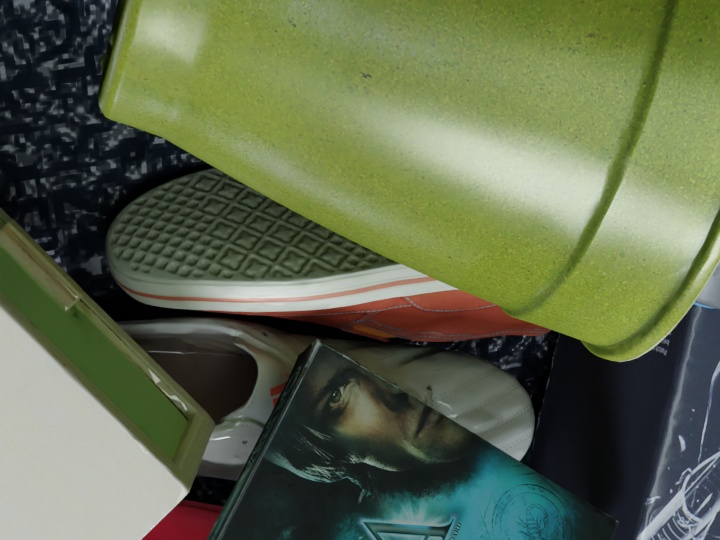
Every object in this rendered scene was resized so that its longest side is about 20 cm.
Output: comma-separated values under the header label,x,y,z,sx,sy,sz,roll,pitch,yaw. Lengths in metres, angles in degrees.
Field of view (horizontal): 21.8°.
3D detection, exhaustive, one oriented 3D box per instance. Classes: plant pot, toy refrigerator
label,x,y,z,sx,sy,sz,roll,pitch,yaw
plant pot,0.019,-0.090,0.617,0.191,0.201,0.202,14,115,-10
toy refrigerator,-0.142,0.012,0.637,0.070,0.076,0.200,-44,97,11

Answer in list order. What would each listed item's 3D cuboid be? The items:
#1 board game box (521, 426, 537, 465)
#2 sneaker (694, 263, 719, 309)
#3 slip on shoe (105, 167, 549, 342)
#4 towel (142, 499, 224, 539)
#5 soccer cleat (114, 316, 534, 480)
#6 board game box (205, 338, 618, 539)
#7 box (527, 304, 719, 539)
label,x,y,z,sx,sy,sz,roll,pitch,yaw
board game box,0.130,0.170,0.874,0.198,0.045,0.153,20,112,-25
sneaker,0.169,-0.071,0.672,0.073,0.200,0.082,29,143,14
slip on shoe,0.000,0.000,0.723,0.198,0.074,0.062,-1,133,-17
towel,-0.103,0.172,0.670,0.143,0.202,0.023,11,155,17
soccer cleat,-0.023,0.054,0.726,0.198,0.070,0.078,4,158,-11
board game box,-0.005,0.143,0.652,0.135,0.028,0.201,31,65,-9
box,0.179,0.078,0.767,0.198,0.104,0.184,11,96,-22
